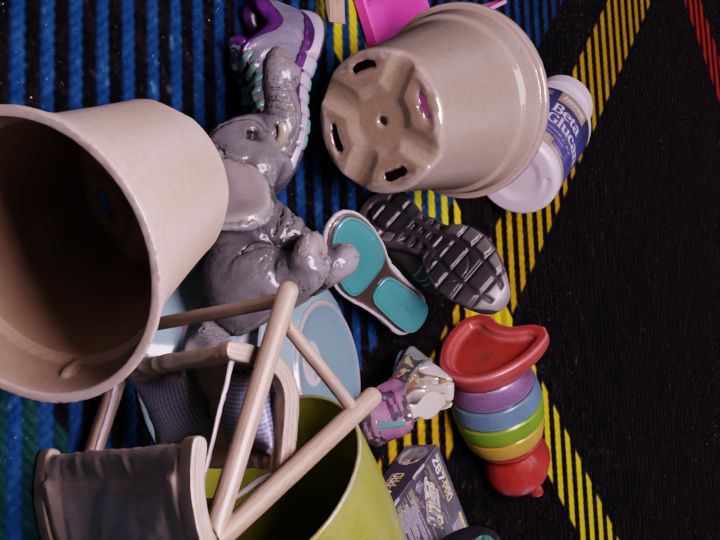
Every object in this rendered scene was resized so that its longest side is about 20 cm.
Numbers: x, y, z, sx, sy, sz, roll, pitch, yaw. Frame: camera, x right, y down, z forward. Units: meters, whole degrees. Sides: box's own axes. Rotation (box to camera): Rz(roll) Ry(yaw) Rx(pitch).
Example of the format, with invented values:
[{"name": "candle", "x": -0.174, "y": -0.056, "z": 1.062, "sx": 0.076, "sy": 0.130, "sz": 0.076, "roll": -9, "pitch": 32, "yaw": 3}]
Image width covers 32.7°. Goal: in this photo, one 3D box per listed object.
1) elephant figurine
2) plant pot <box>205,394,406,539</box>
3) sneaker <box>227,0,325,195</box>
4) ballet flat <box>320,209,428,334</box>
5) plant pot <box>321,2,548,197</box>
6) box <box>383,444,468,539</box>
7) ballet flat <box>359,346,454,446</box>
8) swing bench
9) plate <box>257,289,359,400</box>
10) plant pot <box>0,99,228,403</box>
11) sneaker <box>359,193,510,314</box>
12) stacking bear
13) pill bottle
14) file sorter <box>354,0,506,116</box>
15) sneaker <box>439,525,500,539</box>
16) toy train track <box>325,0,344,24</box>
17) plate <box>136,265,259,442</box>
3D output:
[{"name": "elephant figurine", "x": -0.100, "y": -0.060, "z": 1.025, "sx": 0.155, "sy": 0.141, "sz": 0.202, "roll": -27, "pitch": 88, "yaw": -53}, {"name": "plant pot", "x": -0.035, "y": 0.239, "z": 1.005, "sx": 0.201, "sy": 0.185, "sz": 0.188, "roll": 57, "pitch": 42, "yaw": -31}, {"name": "sneaker", "x": -0.093, "y": -0.163, "z": 1.131, "sx": 0.087, "sy": 0.074, "sz": 0.203, "roll": 23, "pitch": 58, "yaw": -26}, {"name": "ballet flat", "x": 0.000, "y": 0.000, "z": 1.229, "sx": 0.200, "sy": 0.068, "sz": 0.070, "roll": 47, "pitch": 47, "yaw": -48}, {"name": "plant pot", "x": 0.062, "y": -0.157, "z": 1.211, "sx": 0.183, "sy": 0.198, "sz": 0.204, "roll": -24, "pitch": 103, "yaw": -58}, {"name": "box", "x": 0.062, "y": 0.308, "z": 1.268, "sx": 0.161, "sy": 0.049, "sz": 0.202, "roll": -43, "pitch": 118, "yaw": -47}, {"name": "ballet flat", "x": 0.055, "y": 0.126, "z": 1.234, "sx": 0.200, "sy": 0.070, "sz": 0.070, "roll": -36, "pitch": 122, "yaw": -70}, {"name": "swing bench", "x": -0.123, "y": 0.133, "z": 0.885, "sx": 0.130, "sy": 0.197, "sz": 0.201, "roll": 51, "pitch": 50, "yaw": -25}, {"name": "plate", "x": -0.038, "y": 0.098, "z": 1.146, "sx": 0.200, "sy": 0.025, "sz": 0.204, "roll": -8, "pitch": 90, "yaw": -67}, {"name": "plant pot", "x": -0.189, "y": -0.036, "z": 0.875, "sx": 0.184, "sy": 0.198, "sz": 0.203, "roll": -45, "pitch": 120, "yaw": -63}, {"name": "sneaker", "x": 0.084, "y": -0.013, "z": 1.261, "sx": 0.075, "sy": 0.199, "sz": 0.079, "roll": -45, "pitch": 143, "yaw": -8}, {"name": "stacking bear", "x": 0.164, "y": 0.170, "z": 1.399, "sx": 0.114, "sy": 0.120, "sz": 0.202, "roll": -42, "pitch": 126, "yaw": -35}, {"name": "pill bottle", "x": 0.228, "y": -0.168, "z": 1.557, "sx": 0.200, "sy": 0.110, "sz": 0.112, "roll": -52, "pitch": 125, "yaw": -47}, {"name": "file sorter", "x": 0.091, "y": -0.277, "z": 1.367, "sx": 0.139, "sy": 0.124, "sz": 0.203, "roll": -36, "pitch": 113, "yaw": -52}, {"name": "sneaker", "x": 0.076, "y": 0.344, "z": 1.195, "sx": 0.200, "sy": 0.074, "sz": 0.088, "roll": -48, "pitch": 135, "yaw": -27}, {"name": "toy train track", "x": -0.063, "y": -0.311, "z": 1.237, "sx": 0.198, "sy": 0.032, "sz": 0.117, "roll": -4, "pitch": 93, "yaw": -50}, {"name": "plate", "x": -0.119, "y": 0.084, "z": 1.072, "sx": 0.199, "sy": 0.025, "sz": 0.204, "roll": 18, "pitch": 68, "yaw": -52}]
